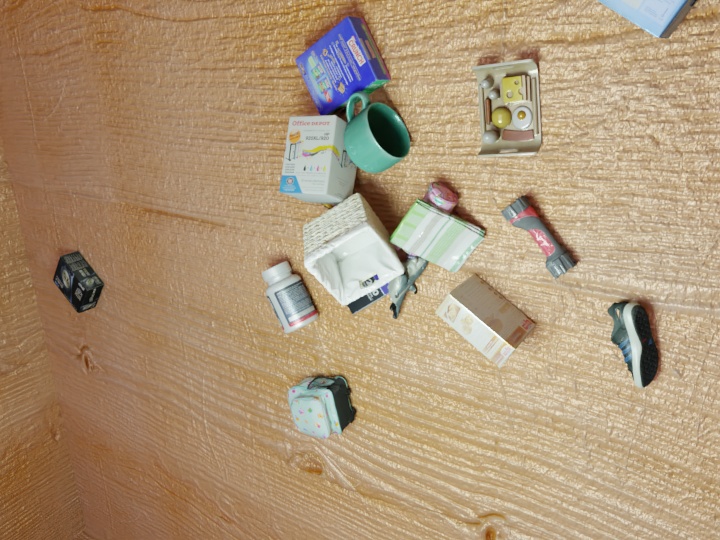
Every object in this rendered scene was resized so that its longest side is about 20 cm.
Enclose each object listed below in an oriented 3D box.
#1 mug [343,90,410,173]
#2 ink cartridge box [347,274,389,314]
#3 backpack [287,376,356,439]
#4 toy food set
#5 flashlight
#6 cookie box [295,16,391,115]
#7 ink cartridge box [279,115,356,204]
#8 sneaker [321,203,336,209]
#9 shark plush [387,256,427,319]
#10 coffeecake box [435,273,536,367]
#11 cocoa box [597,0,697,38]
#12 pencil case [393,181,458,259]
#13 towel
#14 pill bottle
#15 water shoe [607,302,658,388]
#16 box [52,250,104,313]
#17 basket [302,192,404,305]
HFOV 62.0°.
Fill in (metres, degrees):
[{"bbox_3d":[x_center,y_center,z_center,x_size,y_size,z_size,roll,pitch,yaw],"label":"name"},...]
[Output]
[{"bbox_3d":[0.030,-0.335,1.498,0.114,0.151,0.186,-28,61,42],"label":"mug"},{"bbox_3d":[0.000,0.000,1.706,0.200,0.043,0.199,-34,86,37],"label":"ink cartridge box"},{"bbox_3d":[-0.138,0.430,1.898,0.199,0.153,0.177,1,113,42],"label":"backpack"},{"bbox_3d":[0.321,-0.357,1.333,0.143,0.060,0.202,4,110,34],"label":"toy food set"},{"bbox_3d":[0.406,-0.074,1.374,0.068,0.068,0.201,-38,83,37],"label":"flashlight"},{"bbox_3d":[-0.046,-0.512,1.525,0.199,0.075,0.172,-23,93,39],"label":"cookie box"},{"bbox_3d":[-0.103,-0.285,1.560,0.146,0.144,0.202,6,87,27],"label":"ink cartridge box"},{"bbox_3d":[-0.114,-0.248,1.683,0.199,0.078,0.082,35,109,16],"label":"sneaker"},{"bbox_3d":[0.122,0.053,1.618,0.091,0.083,0.201,-131,46,-61],"label":"shark plush"},{"bbox_3d":[0.307,0.117,1.460,0.200,0.153,0.073,41,126,16],"label":"coffeecake box"},{"bbox_3d":[0.511,-0.531,1.088,0.200,0.131,0.134,41,126,16],"label":"cocoa box"},{"bbox_3d":[0.162,-0.126,1.516,0.087,0.087,0.200,45,126,13],"label":"pencil case"},{"bbox_3d":[0.189,-0.080,1.483,0.199,0.031,0.150,23,126,-15],"label":"towel"},{"bbox_3d":[-0.221,0.079,1.842,0.119,0.119,0.201,-24,93,38],"label":"pill bottle"},{"bbox_3d":[0.605,0.162,1.335,0.079,0.071,0.201,12,118,62],"label":"water shoe"},{"bbox_3d":[-1.196,0.050,2.542,0.200,0.086,0.164,48,127,11],"label":"box"},{"bbox_3d":[-0.025,-0.056,1.546,0.197,0.161,0.200,-29,133,13],"label":"basket"}]
